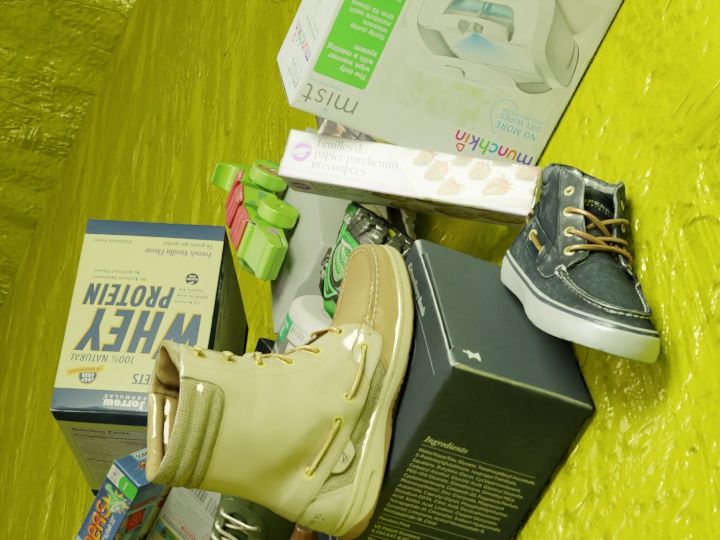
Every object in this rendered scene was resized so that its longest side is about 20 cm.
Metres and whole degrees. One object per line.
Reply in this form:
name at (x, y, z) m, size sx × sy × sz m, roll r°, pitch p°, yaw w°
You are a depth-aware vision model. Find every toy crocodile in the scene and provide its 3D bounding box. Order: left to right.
toy crocodile at (-0.101, -0.052, 1.478) m, size 0.200 × 0.061 × 0.068 m, roll -107°, pitch 37°, yaw -59°

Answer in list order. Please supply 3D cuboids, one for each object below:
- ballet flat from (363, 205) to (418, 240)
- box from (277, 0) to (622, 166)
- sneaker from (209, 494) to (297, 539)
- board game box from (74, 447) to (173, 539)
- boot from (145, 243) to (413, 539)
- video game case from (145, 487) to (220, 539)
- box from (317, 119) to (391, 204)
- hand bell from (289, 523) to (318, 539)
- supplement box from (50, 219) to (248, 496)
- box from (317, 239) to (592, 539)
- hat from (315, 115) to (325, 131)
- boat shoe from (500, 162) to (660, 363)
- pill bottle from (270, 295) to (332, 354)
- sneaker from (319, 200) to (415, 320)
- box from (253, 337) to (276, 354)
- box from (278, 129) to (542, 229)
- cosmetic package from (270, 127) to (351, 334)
ballet flat at (0.015, -0.029, 1.346) m, size 0.201 × 0.071 × 0.072 m, roll -99°, pitch 32°, yaw -54°
box at (0.063, -0.182, 1.170) m, size 0.177 × 0.199 × 0.097 m, roll -63°, pitch 21°, yaw 23°
sneaker at (-0.082, 0.216, 1.148) m, size 0.090 × 0.067 × 0.201 m, roll -44°, pitch -32°, yaw -34°
board game box at (-0.160, 0.198, 1.370) m, size 0.034 × 0.199 × 0.136 m, roll 41°, pitch 119°, yaw 22°
boot at (-0.053, 0.059, 1.016) m, size 0.073 × 0.154 × 0.201 m, roll -30°, pitch 45°, yaw 63°
video game case at (-0.102, 0.277, 1.292) m, size 0.023 × 0.200 × 0.183 m, roll -20°, pitch -36°, yaw -54°
box at (0.038, -0.153, 1.285) m, size 0.075 × 0.050 × 0.201 m, roll 45°, pitch 114°, yaw 26°
hand bell at (-0.049, 0.272, 1.134) m, size 0.104 × 0.103 × 0.202 m, roll -121°, pitch 34°, yaw -66°
supplement box at (-0.192, 0.089, 1.487) m, size 0.200 × 0.133 × 0.201 m, roll 85°, pitch -171°, yaw -60°
box at (0.053, 0.109, 1.079) m, size 0.149 × 0.106 × 0.201 m, roll -102°, pitch 34°, yaw -56°
hat at (0.046, -0.169, 1.357) m, size 0.199 × 0.081 × 0.202 m, roll 2°, pitch 94°, yaw 31°
boat shoe at (0.142, -0.011, 0.989) m, size 0.200 × 0.070 × 0.092 m, roll -130°, pitch 55°, yaw -70°
pill bottle at (-0.040, 0.132, 1.309) m, size 0.201 × 0.112 × 0.113 m, roll -67°, pitch 19°, yaw 13°
sneaker at (0.000, 0.000, 1.191) m, size 0.085 × 0.078 × 0.200 m, roll -55°, pitch -3°, yaw 5°
box at (-0.094, 0.182, 1.524) m, size 0.160 × 0.043 × 0.201 m, roll -139°, pitch 68°, yaw -69°
box at (0.039, -0.067, 1.164) m, size 0.041 × 0.199 × 0.039 m, roll 49°, pitch -126°, yaw -68°
cosmetic package at (-0.032, -0.030, 1.484) m, size 0.201 × 0.081 × 0.113 m, roll -99°, pitch 32°, yaw -51°
